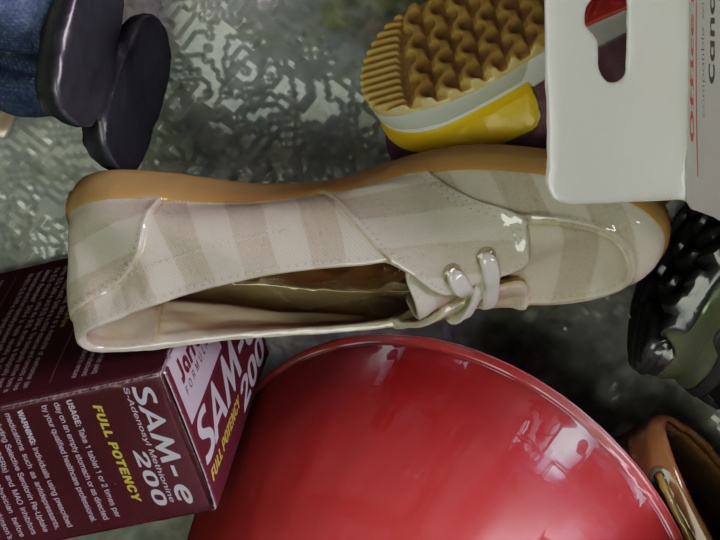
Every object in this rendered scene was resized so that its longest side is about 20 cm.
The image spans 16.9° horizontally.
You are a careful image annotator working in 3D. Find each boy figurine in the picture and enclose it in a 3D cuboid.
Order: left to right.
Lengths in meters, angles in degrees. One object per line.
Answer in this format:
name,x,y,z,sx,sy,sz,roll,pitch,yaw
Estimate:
boy figurine,-0.169,-0.079,0.821,0.200,0.064,0.124,5,159,21

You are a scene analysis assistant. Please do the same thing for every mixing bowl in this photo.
mixing bowl,0.009,0.135,0.851,0.200,0.108,0.200,15,124,24

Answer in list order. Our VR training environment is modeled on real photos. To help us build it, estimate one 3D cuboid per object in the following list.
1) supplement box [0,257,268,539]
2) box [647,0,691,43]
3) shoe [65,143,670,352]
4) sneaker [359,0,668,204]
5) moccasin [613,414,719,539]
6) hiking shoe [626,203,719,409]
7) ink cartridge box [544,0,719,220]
supplement box,-0.142,0.052,0.870,0.200,0.109,0.061,-13,116,15
box,0.164,-0.140,0.719,0.121,0.032,0.200,44,92,-8
shoe,0.000,0.000,0.785,0.200,0.053,0.070,-1,147,11
sneaker,0.105,-0.071,0.803,0.200,0.075,0.090,-18,132,12
moccasin,0.161,0.132,0.879,0.201,0.074,0.078,48,122,-2
hiking shoe,0.182,-0.020,0.813,0.101,0.076,0.200,32,123,-18
ink cartridge box,0.154,-0.072,0.677,0.200,0.067,0.117,-2,97,-3
